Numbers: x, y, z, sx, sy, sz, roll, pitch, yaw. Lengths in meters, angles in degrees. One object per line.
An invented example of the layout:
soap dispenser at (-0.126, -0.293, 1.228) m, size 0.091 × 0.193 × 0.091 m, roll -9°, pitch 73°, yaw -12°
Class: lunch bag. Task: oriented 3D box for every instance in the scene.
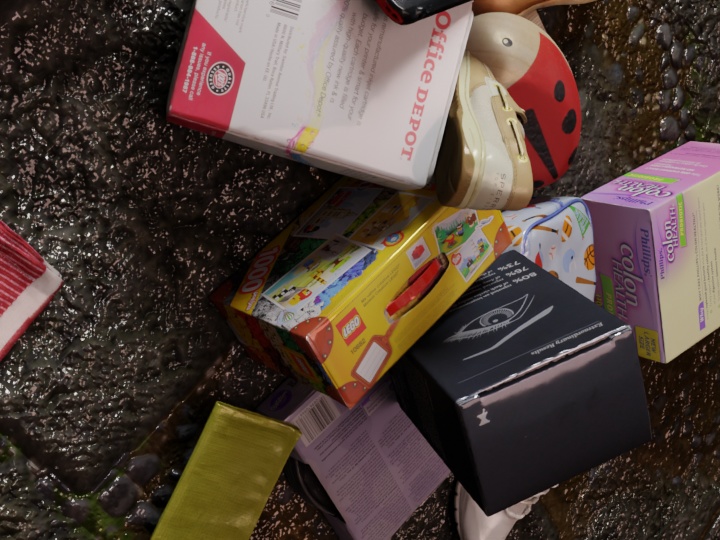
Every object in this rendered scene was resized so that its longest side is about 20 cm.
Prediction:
lunch bag at (0.166, 0.026, 1.006) m, size 0.160 × 0.075 × 0.202 m, roll -27°, pitch 115°, yaw -47°

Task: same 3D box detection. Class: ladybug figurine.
ladybug figurine at (0.143, -0.143, 0.947) m, size 0.135 × 0.072 × 0.200 m, roll -39°, pitch 132°, yaw 5°

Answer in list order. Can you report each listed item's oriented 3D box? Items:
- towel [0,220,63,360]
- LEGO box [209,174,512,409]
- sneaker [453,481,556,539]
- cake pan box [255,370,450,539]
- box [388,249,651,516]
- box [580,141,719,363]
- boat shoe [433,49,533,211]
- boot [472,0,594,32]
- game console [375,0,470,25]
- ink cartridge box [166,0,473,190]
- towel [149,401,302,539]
towel at (-0.309, 0.001, 0.682) m, size 0.145 × 0.023 × 0.200 m, roll -53°, pitch 126°, yaw -15°
LEGO box at (0.000, 0.000, 0.841) m, size 0.200 × 0.148 × 0.078 m, roll -44°, pitch 123°, yaw -22°
sneaker at (0.162, 0.203, 1.055) m, size 0.074 × 0.087 × 0.202 m, roll 28°, pitch 84°, yaw -40°
cake pan box at (0.019, 0.137, 0.952) m, size 0.200 × 0.052 × 0.185 m, roll -44°, pitch 121°, yaw -22°
box at (0.114, 0.080, 0.829) m, size 0.147 × 0.200 × 0.105 m, roll -21°, pitch 114°, yaw -10°
box at (0.352, -0.026, 1.144) m, size 0.199 × 0.096 × 0.178 m, roll -27°, pitch 116°, yaw -32°
boat shoe at (0.092, -0.104, 0.790) m, size 0.066 × 0.201 × 0.074 m, roll 15°, pitch 128°, yaw -9°
boot at (0.165, -0.305, 0.944) m, size 0.200 × 0.073 × 0.155 m, roll -48°, pitch 129°, yaw -16°
game console at (0.051, -0.279, 0.776) m, size 0.199 × 0.031 × 0.177 m, roll -28°, pitch 74°, yaw -32°
ink cartridge box at (-0.033, -0.156, 0.775) m, size 0.198 × 0.086 × 0.149 m, roll 16°, pitch 90°, yaw -14°
towel at (-0.124, 0.208, 0.847) m, size 0.086 × 0.018 × 0.201 m, roll 22°, pitch 98°, yaw -34°
